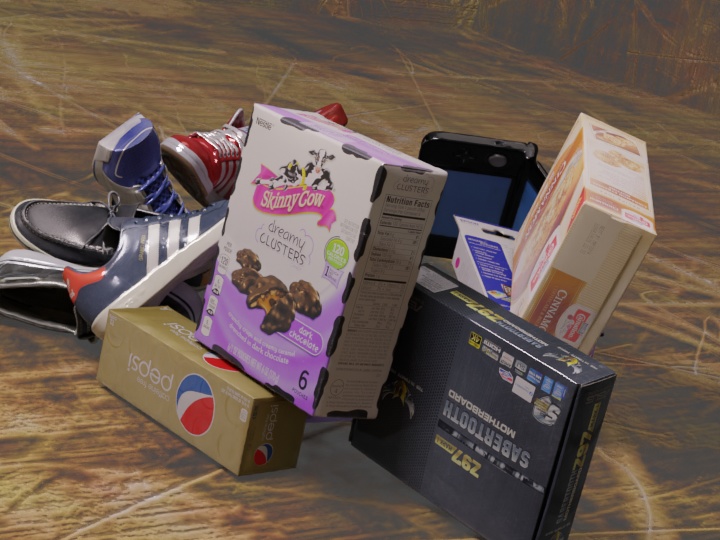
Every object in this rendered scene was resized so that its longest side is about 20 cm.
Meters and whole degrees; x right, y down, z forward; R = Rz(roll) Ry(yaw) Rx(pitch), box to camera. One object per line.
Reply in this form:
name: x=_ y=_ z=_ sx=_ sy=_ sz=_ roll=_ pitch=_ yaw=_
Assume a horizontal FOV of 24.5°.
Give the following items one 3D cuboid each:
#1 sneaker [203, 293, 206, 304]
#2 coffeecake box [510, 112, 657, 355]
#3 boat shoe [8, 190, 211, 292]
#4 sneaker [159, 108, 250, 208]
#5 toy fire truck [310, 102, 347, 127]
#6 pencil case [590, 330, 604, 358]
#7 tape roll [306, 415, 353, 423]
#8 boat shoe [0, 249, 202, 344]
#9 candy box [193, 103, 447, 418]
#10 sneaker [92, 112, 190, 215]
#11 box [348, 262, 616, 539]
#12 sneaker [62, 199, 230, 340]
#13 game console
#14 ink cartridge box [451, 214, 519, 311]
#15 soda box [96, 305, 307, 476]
sneaker: x=-0.055 y=0.030 z=1.596 sx=0.199 sy=0.081 sz=0.076 roll=7 pitch=16 yaw=-26
coffeecake box: x=0.199 y=-0.028 z=1.503 sx=0.073 sy=0.154 sz=0.200 roll=23 pitch=27 yaw=-6
boat shoe: x=-0.225 y=-0.034 z=1.537 sx=0.199 sy=0.062 sz=0.075 roll=15 pitch=49 yaw=-6
sneaker: x=-0.144 y=-0.127 z=1.742 sx=0.071 sy=0.113 sz=0.200 roll=41 pitch=-5 yaw=14
toy fire truck: x=-0.075 y=-0.082 z=1.697 sx=0.167 sy=0.113 sz=0.200 roll=-24 pitch=11 yaw=7
pencil case: x=0.135 y=0.073 z=1.611 sx=0.199 sy=0.086 sz=0.084 roll=2 pitch=-22 yaw=-30
tape roll: x=-0.035 y=0.028 z=1.405 sx=0.065 sy=0.201 sz=0.200 roll=0 pitch=19 yaw=-35
boat shoe: x=-0.244 y=0.036 z=1.497 sx=0.199 sy=0.072 sz=0.071 roll=8 pitch=35 yaw=6
candy box: x=-0.035 y=-0.010 z=1.289 sx=0.071 sy=0.201 sz=0.167 roll=5 pitch=16 yaw=-42
sneaker: x=-0.197 y=-0.057 z=1.656 sx=0.115 sy=0.200 sz=0.081 roll=31 pitch=55 yaw=22
box: x=0.087 y=0.107 z=1.267 sx=0.051 sy=0.158 sz=0.200 roll=-12 pitch=34 yaw=-44
sneaker: x=-0.175 y=-0.028 z=1.460 sx=0.200 sy=0.075 sz=0.085 roll=-39 pitch=81 yaw=-25
game console: x=0.135 y=-0.033 z=1.732 sx=0.175 sy=0.200 sz=0.117 roll=8 pitch=54 yaw=-2
ink cartridge box: x=0.144 y=0.020 z=1.578 sx=0.094 sy=0.037 sz=0.200 roll=14 pitch=32 yaw=-18
soda box: x=-0.131 y=0.094 z=1.349 sx=0.064 sy=0.068 sz=0.200 roll=-3 pitch=22 yaw=-45
